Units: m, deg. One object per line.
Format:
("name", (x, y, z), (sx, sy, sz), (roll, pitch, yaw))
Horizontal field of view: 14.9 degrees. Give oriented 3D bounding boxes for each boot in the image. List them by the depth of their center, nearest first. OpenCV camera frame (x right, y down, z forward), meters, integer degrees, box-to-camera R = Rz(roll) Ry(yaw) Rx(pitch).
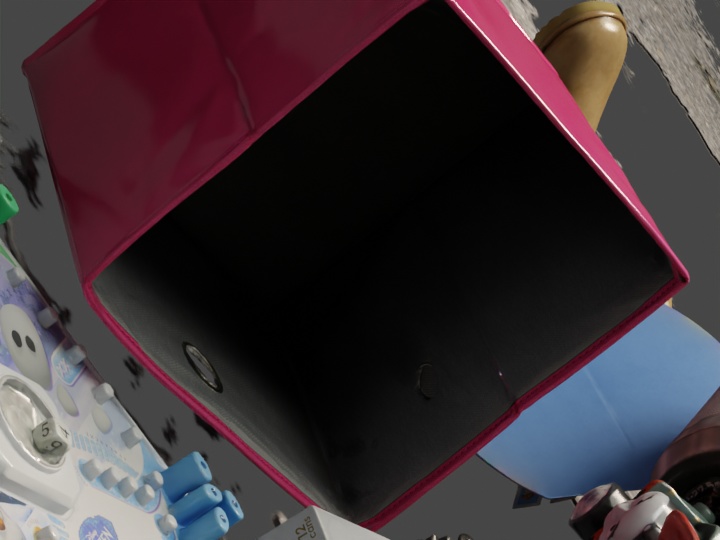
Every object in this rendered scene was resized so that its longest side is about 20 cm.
("boot", (0.160, -0.051, 1.818), (0.066, 0.175, 0.200), (-3, 51, -29))

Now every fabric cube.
("fabric cube", (-0.009, -0.044, 1.222), (0.196, 0.200, 0.200), (45, 11, -33))

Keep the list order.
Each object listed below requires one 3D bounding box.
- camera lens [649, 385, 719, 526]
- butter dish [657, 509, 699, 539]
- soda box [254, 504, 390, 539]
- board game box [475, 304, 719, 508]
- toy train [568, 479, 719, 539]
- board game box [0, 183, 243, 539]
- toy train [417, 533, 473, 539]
("camera lens", (0.253, 0.101, 1.407), (0.160, 0.160, 0.200), (54, 51, -10))
("butter dish", (0.093, 0.233, 1.171), (0.200, 0.147, 0.200), (-106, -160, -49))
("soda box", (0.005, 0.199, 1.098), (0.068, 0.064, 0.200), (32, 30, -54))
("board game box", (0.124, 0.078, 1.524), (0.199, 0.039, 0.158), (-3, 42, -26))
("toy train", (0.177, 0.181, 1.294), (0.200, 0.085, 0.114), (51, -10, -3))
("board game box", (-0.126, 0.058, 1.047), (0.200, 0.026, 0.200), (55, 17, -9))
("toy train", (0.086, 0.197, 1.385), (0.200, 0.034, 0.046), (47, 32, -34))
